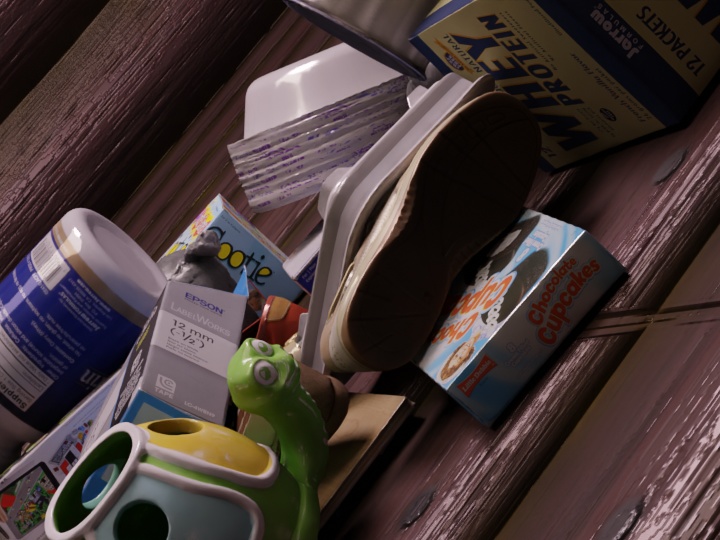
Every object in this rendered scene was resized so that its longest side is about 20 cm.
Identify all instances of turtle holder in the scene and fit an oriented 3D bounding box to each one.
[{"bbox_3d":[-0.091,0.142,1.150,0.185,0.132,0.141,-42,25,16],"label":"turtle holder"}]

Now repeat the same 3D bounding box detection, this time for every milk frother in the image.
[{"bbox_3d":[0.006,-0.262,1.463,0.189,0.180,0.200,-60,13,0],"label":"milk frother"}]

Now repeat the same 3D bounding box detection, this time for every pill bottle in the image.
[{"bbox_3d":[-0.244,0.059,1.574,0.200,0.116,0.116,-45,12,10],"label":"pill bottle"}]

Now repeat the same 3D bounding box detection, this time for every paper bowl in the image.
[{"bbox_3d":[-0.015,-0.130,1.689,0.199,0.105,0.201,-21,5,2],"label":"paper bowl"}]

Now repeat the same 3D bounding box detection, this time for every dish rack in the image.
[{"bbox_3d":[0.015,-0.028,1.326,0.172,0.043,0.201,-48,-21,-38],"label":"dish rack"}]

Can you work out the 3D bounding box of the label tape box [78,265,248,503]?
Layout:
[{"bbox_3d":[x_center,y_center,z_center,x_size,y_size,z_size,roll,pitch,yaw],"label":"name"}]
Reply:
[{"bbox_3d":[-0.135,0.090,1.358,0.144,0.066,0.201,-60,14,27],"label":"label tape box"}]

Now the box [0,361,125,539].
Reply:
[{"bbox_3d":[-0.182,0.150,1.479,0.200,0.110,0.035,-43,5,-38],"label":"box"}]

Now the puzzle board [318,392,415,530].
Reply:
[{"bbox_3d":[-0.040,0.141,1.305,0.151,0.017,0.200,-53,11,-12],"label":"puzzle board"}]

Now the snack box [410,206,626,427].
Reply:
[{"bbox_3d":[0.079,0.020,1.199,0.116,0.037,0.200,-49,12,-1],"label":"snack box"}]

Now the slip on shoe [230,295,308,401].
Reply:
[{"bbox_3d":[-0.103,0.088,1.595,0.200,0.061,0.074,-44,14,31],"label":"slip on shoe"}]

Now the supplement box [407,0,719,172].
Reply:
[{"bbox_3d":[0.167,-0.194,1.320,0.200,0.134,0.200,-52,11,-18],"label":"supplement box"}]

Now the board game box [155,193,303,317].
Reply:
[{"bbox_3d":[-0.153,0.045,1.808,0.200,0.105,0.103,-47,11,3],"label":"board game box"}]

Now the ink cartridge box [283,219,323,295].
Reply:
[{"bbox_3d":[-0.016,-0.024,1.618,0.095,0.037,0.200,-48,3,-1],"label":"ink cartridge box"}]

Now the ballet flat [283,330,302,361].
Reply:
[{"bbox_3d":[0.000,0.000,1.506,0.200,0.057,0.066,-50,13,-8],"label":"ballet flat"}]

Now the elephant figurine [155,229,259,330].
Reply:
[{"bbox_3d":[-0.177,0.085,1.663,0.200,0.156,0.141,-40,17,-20],"label":"elephant figurine"}]

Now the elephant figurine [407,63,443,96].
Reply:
[{"bbox_3d":[0.075,-0.171,1.536,0.200,0.141,0.155,-52,14,-26],"label":"elephant figurine"}]

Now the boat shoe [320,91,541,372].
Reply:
[{"bbox_3d":[0.039,-0.023,1.226,0.201,0.072,0.065,-58,16,-22],"label":"boat shoe"}]

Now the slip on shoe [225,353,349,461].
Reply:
[{"bbox_3d":[-0.056,0.107,1.299,0.200,0.060,0.077,117,159,-59],"label":"slip on shoe"}]
